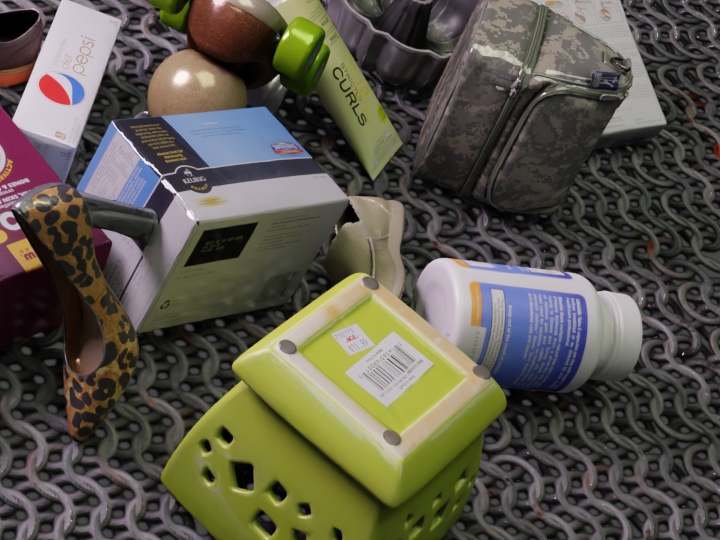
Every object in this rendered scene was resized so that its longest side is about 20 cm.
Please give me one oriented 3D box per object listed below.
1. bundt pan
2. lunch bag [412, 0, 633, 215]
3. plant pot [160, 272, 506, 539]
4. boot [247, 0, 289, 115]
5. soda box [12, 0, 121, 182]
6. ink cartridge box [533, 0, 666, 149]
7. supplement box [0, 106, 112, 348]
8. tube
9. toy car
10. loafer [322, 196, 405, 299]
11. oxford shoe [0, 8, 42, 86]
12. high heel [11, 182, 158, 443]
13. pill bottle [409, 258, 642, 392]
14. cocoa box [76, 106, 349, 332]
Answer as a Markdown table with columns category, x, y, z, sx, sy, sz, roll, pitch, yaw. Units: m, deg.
| category | x | y | z | sx | sy | sz | roll | pitch | yaw |
| --- | --- | --- | --- | --- | --- | --- | --- | --- | --- |
| bundt pan | 0.050 | -0.268 | 2.058 | 0.200 | 0.076 | 0.203 | 14 | 44 | -14 |
| lunch bag | 0.162 | -0.161 | 1.917 | 0.167 | 0.201 | 0.140 | 21 | 42 | -5 |
| plant pot | -0.010 | 0.132 | 1.546 | 0.199 | 0.182 | 0.200 | 40 | 42 | 14 |
| boot | -0.087 | -0.234 | 1.966 | 0.095 | 0.074 | 0.201 | 31 | 49 | -5 |
| soda box | -0.278 | -0.162 | 1.782 | 0.063 | 0.068 | 0.201 | 19 | 42 | -9 |
| ink cartridge box | 0.232 | -0.230 | 2.091 | 0.161 | 0.057 | 0.201 | -10 | 70 | -34 |
| supplement box | -0.324 | -0.041 | 1.611 | 0.130 | 0.104 | 0.200 | -23 | 62 | -42 |
| tube | -0.022 | -0.191 | 1.915 | 0.058 | 0.052 | 0.201 | -34 | 107 | -10 |
| toy car | -0.146 | -0.166 | 1.806 | 0.163 | 0.201 | 0.158 | 27 | -4 | 5 |
| loafer | 0.000 | 0.000 | 1.770 | 0.068 | 0.076 | 0.201 | 17 | 33 | -9 |
| oxford shoe | -0.382 | -0.205 | 1.767 | 0.199 | 0.073 | 0.071 | -19 | 60 | -40 |
| high heel | -0.239 | 0.033 | 1.517 | 0.071 | 0.202 | 0.142 | 13 | 1 | 39 |
| pill bottle | 0.153 | 0.054 | 1.763 | 0.198 | 0.112 | 0.113 | 7 | 45 | -22 |
| cocoa box | -0.137 | -0.048 | 1.670 | 0.199 | 0.134 | 0.131 | -11 | 51 | -50 |
